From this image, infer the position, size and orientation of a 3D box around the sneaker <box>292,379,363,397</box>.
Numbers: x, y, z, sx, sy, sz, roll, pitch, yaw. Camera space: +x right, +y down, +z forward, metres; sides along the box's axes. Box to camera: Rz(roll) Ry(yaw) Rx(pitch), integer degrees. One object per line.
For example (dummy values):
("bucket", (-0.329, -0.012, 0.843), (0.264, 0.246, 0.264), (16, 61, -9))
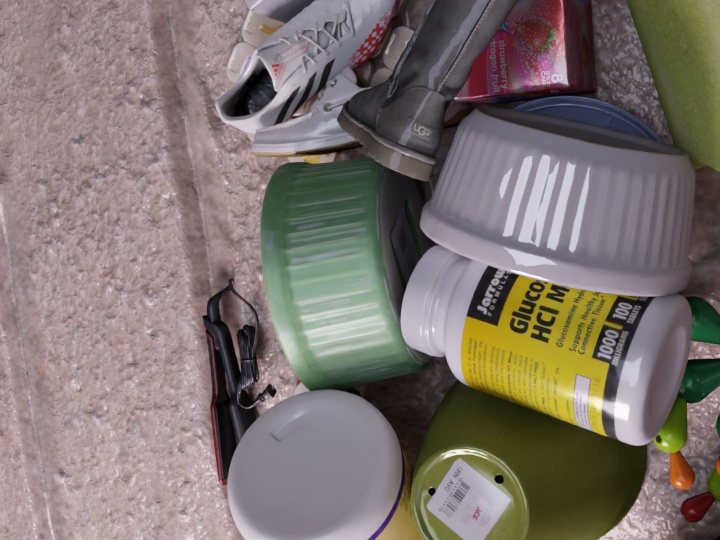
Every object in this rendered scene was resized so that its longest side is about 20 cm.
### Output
("sneaker", (-0.044, 0.177, 1.082), (0.085, 0.072, 0.202), (41, 124, 53))

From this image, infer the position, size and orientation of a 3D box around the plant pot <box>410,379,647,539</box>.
("plant pot", (0.118, 0.163, 0.918), (0.185, 0.200, 0.190), (3, 97, 25))

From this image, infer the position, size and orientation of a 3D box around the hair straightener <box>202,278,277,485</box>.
("hair straightener", (-0.110, 0.108, 1.115), (0.076, 0.041, 0.203), (-5, 89, 25))

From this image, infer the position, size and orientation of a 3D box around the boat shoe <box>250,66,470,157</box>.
("boat shoe", (-0.005, -0.143, 1.005), (0.197, 0.071, 0.070), (-11, 95, 11))

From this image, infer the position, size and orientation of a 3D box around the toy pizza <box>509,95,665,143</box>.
("toy pizza", (0.171, -0.046, 0.948), (0.198, 0.032, 0.203), (5, 110, 14))

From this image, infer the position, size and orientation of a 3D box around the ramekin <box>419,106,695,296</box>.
("ramekin", (0.149, -0.056, 0.830), (0.200, 0.202, 0.095), (17, 104, 22))

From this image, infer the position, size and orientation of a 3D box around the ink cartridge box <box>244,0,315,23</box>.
("ink cartridge box", (-0.068, -0.345, 1.009), (0.145, 0.084, 0.202), (-32, 76, 24))

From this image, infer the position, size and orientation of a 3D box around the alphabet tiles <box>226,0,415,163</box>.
("alphabet tiles", (-0.032, -0.193, 1.054), (0.194, 0.015, 0.202), (31, 107, 19))

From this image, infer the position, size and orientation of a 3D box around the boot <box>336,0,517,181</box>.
("boot", (0.059, -0.180, 0.866), (0.072, 0.182, 0.202), (15, 104, -22))

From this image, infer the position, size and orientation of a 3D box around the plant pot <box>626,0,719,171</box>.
("plant pot", (0.281, -0.176, 0.827), (0.198, 0.200, 0.186), (-8, 104, 25))

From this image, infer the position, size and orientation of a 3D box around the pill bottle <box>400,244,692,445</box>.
("pill bottle", (0.135, 0.046, 0.852), (0.198, 0.112, 0.114), (17, 102, 29))

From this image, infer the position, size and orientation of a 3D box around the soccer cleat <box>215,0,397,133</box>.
("soccer cleat", (-0.047, -0.192, 1.006), (0.199, 0.085, 0.069), (-39, 79, 23))

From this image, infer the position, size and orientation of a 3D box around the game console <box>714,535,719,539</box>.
("game console", (0.316, 0.274, 0.908), (0.170, 0.118, 0.201), (-36, 100, -6))

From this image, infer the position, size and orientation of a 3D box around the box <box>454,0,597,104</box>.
("box", (0.129, -0.241, 0.928), (0.101, 0.094, 0.203), (-2, 95, 25))

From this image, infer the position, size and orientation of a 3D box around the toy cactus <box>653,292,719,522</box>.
("toy cactus", (0.281, 0.083, 0.905), (0.163, 0.102, 0.202), (-23, 85, 5))

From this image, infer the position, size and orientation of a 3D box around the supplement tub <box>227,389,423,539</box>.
("supplement tub", (-0.015, 0.208, 0.958), (0.144, 0.201, 0.147), (-9, 52, 12))

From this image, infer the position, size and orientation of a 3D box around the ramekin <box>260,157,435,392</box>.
("ramekin", (0.000, 0.000, 0.963), (0.097, 0.200, 0.203), (-10, 91, 18))
